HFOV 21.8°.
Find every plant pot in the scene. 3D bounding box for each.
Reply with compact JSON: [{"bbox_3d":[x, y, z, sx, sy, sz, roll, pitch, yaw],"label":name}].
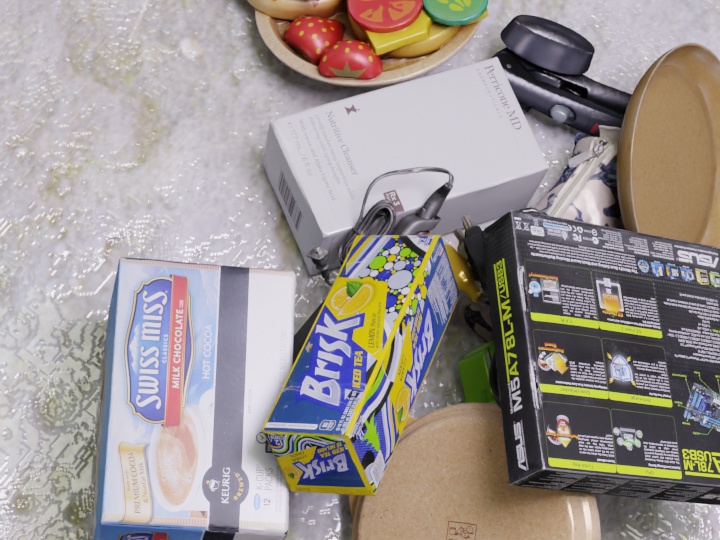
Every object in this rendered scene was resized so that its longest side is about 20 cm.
[{"bbox_3d":[0.255,-0.082,1.499,0.027,0.200,0.200,3,59,38],"label":"plant pot"}]

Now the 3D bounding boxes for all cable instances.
[{"bbox_3d":[0.116,0.027,1.386,0.097,0.050,0.200,-17,52,-4],"label":"cable"}]

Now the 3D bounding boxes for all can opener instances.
[{"bbox_3d":[0.196,-0.137,1.555,0.200,0.079,0.063,28,57,-9],"label":"can opener"}]

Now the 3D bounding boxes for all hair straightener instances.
[{"bbox_3d":[0.000,0.000,1.411,0.077,0.041,0.200,33,98,-36],"label":"hair straightener"}]

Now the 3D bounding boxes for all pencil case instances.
[{"bbox_3d":[0.157,-0.020,1.485,0.078,0.089,0.200,13,57,44],"label":"pencil case"}]

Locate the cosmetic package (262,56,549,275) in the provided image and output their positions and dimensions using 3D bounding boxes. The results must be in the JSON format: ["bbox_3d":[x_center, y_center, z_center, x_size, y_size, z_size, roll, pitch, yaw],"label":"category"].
[{"bbox_3d":[0.035,-0.084,1.491,0.200,0.081,0.113,-20,71,-17],"label":"cosmetic package"}]

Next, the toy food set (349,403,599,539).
[{"bbox_3d":[0.080,0.196,1.346,0.200,0.049,0.198,-13,74,25],"label":"toy food set"}]

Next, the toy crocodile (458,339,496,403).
[{"bbox_3d":[0.118,0.151,1.420,0.062,0.067,0.200,-3,69,-33],"label":"toy crocodile"}]

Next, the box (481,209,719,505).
[{"bbox_3d":[0.186,0.064,1.326,0.200,0.048,0.194,8,66,-30],"label":"box"}]

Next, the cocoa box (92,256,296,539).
[{"bbox_3d":[-0.122,0.107,1.353,0.131,0.133,0.200,5,68,-9],"label":"cocoa box"}]

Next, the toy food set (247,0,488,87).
[{"bbox_3d":[0.009,-0.231,1.533,0.198,0.049,0.200,-21,53,-9],"label":"toy food set"}]

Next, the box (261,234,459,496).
[{"bbox_3d":[0.004,0.063,1.313,0.070,0.064,0.200,0,42,26],"label":"box"}]
